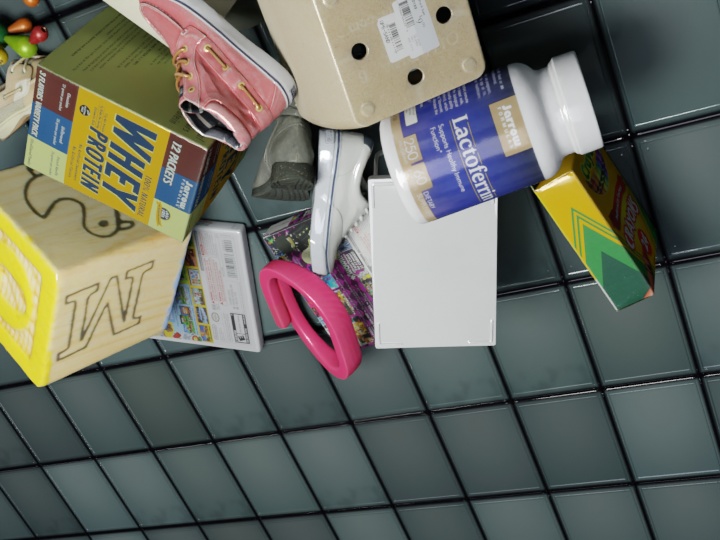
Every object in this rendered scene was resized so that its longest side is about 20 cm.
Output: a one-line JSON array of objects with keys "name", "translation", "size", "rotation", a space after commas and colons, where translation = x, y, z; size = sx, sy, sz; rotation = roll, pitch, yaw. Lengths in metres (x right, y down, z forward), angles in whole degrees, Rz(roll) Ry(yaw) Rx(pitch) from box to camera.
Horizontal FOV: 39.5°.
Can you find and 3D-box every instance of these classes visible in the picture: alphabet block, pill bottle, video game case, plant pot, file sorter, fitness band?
[{"name": "alphabet block", "translation": [-0.358, -0.012, 1.254], "size": [0.195, 0.199, 0.198], "rotation": [40, 131, 23]}, {"name": "pill bottle", "translation": [0.127, -0.130, 0.969], "size": [0.197, 0.116, 0.117], "rotation": [-20, 116, 14]}, {"name": "video game case", "translation": [0.000, 0.000, 1.275], "size": [0.179, 0.036, 0.201], "rotation": [-22, 114, 30]}, {"name": "video game case", "translation": [-0.230, 0.018, 1.379], "size": [0.179, 0.023, 0.203], "rotation": [6, 126, 16]}, {"name": "plant pot", "translation": [0.016, -0.246, 0.961], "size": [0.197, 0.178, 0.202], "rotation": [-23, 118, -3]}, {"name": "file sorter", "translation": [0.081, -0.032, 1.142], "size": [0.136, 0.125, 0.203], "rotation": [-2, 116, 2]}, {"name": "fitness band", "translation": [-0.061, 0.060, 1.279], "size": [0.143, 0.037, 0.201], "rotation": [32, 155, 32]}]

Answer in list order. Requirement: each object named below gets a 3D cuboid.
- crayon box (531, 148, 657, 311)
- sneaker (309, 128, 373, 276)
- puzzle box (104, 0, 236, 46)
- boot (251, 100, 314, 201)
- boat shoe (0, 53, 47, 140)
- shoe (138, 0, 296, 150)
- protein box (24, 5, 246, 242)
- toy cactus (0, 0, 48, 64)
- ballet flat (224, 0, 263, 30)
[{"name": "crayon box", "translation": [0.249, -0.073, 1.078], "size": [0.050, 0.128, 0.201], "rotation": [-27, 112, 32]}, {"name": "sneaker", "translation": [-0.022, -0.072, 1.168], "size": [0.069, 0.074, 0.202], "rotation": [4, 132, -4]}, {"name": "puzzle box", "translation": [-0.177, -0.325, 1.036], "size": [0.132, 0.026, 0.200], "rotation": [34, 127, -21]}, {"name": "boot", "translation": [-0.083, -0.154, 1.170], "size": [0.066, 0.200, 0.133], "rotation": [3, 85, -14]}, {"name": "boat shoe", "translation": [-0.409, -0.233, 1.240], "size": [0.198, 0.073, 0.065], "rotation": [-27, 113, 38]}, {"name": "shoe", "translation": [-0.166, -0.208, 1.015], "size": [0.199, 0.091, 0.072], "rotation": [37, 158, 7]}, {"name": "protein box", "translation": [-0.236, -0.176, 1.133], "size": [0.197, 0.200, 0.136], "rotation": [26, 130, 1]}, {"name": "toy cactus", "translation": [-0.474, -0.309, 1.202], "size": [0.199, 0.103, 0.165], "rotation": [35, 139, -14]}, {"name": "ballet flat", "translation": [-0.205, -0.304, 1.120], "size": [0.197, 0.064, 0.068], "rotation": [18, 128, 6]}]
